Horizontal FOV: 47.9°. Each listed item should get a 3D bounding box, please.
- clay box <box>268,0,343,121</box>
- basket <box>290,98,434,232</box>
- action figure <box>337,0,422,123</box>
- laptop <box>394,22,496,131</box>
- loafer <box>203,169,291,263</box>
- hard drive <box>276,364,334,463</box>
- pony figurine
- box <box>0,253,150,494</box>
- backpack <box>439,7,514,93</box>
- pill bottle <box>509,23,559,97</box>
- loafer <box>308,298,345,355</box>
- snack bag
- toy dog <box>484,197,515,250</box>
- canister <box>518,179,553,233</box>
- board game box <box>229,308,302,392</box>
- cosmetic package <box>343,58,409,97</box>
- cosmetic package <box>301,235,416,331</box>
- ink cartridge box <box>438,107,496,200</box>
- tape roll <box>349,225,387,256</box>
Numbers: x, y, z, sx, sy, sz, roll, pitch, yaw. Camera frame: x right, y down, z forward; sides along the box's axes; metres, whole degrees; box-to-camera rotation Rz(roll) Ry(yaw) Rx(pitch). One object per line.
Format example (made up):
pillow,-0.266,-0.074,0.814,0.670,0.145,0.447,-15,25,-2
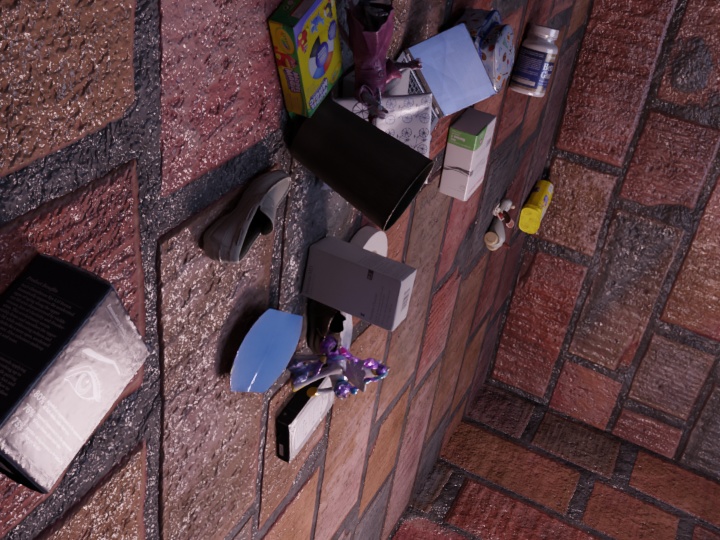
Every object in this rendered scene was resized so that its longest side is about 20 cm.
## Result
clay box,-0.076,-0.323,1.214,0.115,0.047,0.200,-59,158,-27
basket,-0.001,-0.176,1.306,0.136,0.200,0.180,-56,174,20
action figure,0.009,-0.321,1.276,0.134,0.149,0.200,-47,147,-43
laptop,0.151,-0.351,1.610,0.200,0.116,0.187,-59,135,-24
loafer,-0.156,-0.079,1.219,0.200,0.070,0.070,-55,157,-35
hard drive,-0.118,0.312,1.799,0.200,0.038,0.140,-51,155,-43
pony figurine,-0.045,0.187,1.621,0.193,0.199,0.167,75,4,-60
box,-0.339,0.110,0.867,0.200,0.104,0.148,-58,158,-30
backpack,0.267,-0.498,1.830,0.200,0.154,0.191,83,23,-49
pill bottle,0.531,-0.637,2.450,0.111,0.111,0.201,-32,139,-60
loafer,-0.065,0.121,1.685,0.073,0.071,0.200,-56,157,-32
snack bag,0.023,-0.222,1.403,0.021,0.199,0.189,-98,-173,-49
toy dog,0.527,-0.159,2.976,0.132,0.096,0.201,-23,131,-65
canister,0.768,-0.280,3.527,0.200,0.086,0.149,-57,158,-35
board game box,-0.180,0.138,1.444,0.158,0.039,0.200,-64,156,2
cosmetic package,0.024,-0.272,1.469,0.113,0.081,0.200,-49,154,-41
cosmetic package,-0.004,0.022,1.549,0.081,0.199,0.113,-38,142,-58
ink cartridge box,0.285,-0.309,2.165,0.146,0.084,0.200,-46,151,-48
tape roll,0.000,0.000,1.788,0.203,0.037,0.203,-54,156,-37
